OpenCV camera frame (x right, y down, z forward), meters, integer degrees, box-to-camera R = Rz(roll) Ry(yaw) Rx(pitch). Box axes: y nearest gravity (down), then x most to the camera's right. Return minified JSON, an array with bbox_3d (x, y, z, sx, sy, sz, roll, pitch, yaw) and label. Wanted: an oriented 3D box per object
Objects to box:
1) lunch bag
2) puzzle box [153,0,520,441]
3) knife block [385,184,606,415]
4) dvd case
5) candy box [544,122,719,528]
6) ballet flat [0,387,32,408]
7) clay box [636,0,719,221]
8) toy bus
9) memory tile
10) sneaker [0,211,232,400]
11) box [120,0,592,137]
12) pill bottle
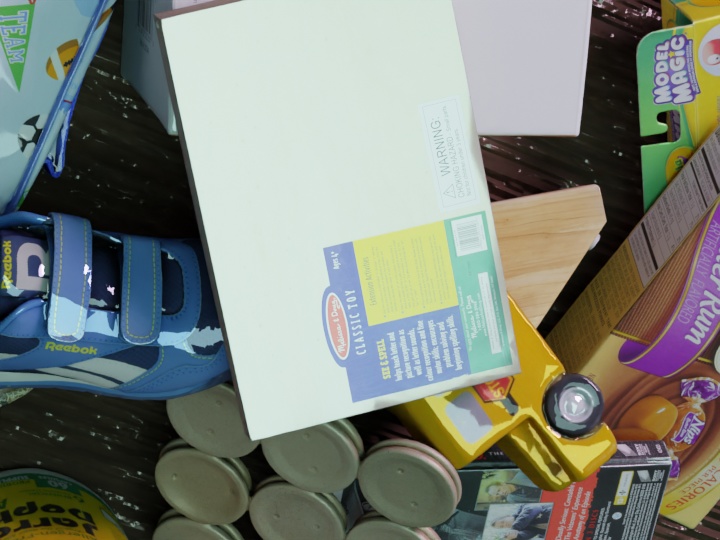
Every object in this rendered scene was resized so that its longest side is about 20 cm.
[{"bbox_3d":[-0.197,-0.117,1.326,0.160,0.076,0.200,23,98,-22],"label":"lunch bag"},{"bbox_3d":[-0.009,-0.033,1.283,0.133,0.025,0.200,-13,103,-10],"label":"puzzle box"},{"bbox_3d":[0.000,0.000,1.413,0.175,0.064,0.200,35,83,-10],"label":"knife block"},{"bbox_3d":[0.051,0.146,1.461,0.200,0.022,0.146,-2,131,-12],"label":"dvd case"},{"bbox_3d":[0.180,0.027,1.448,0.117,0.056,0.200,27,117,-22],"label":"candy box"},{"bbox_3d":[-0.257,0.057,1.372,0.200,0.068,0.075,5,126,-11],"label":"ballet flat"},{"bbox_3d":[0.230,-0.100,1.449,0.200,0.048,0.115,-12,122,-11],"label":"clay box"},{"bbox_3d":[0.035,0.025,1.354,0.078,0.065,0.200,-38,97,-10],"label":"toy bus"},{"bbox_3d":[-0.032,0.137,1.401,0.153,0.017,0.200,18,134,10],"label":"memory tile"},{"bbox_3d":[-0.129,0.014,1.309,0.200,0.082,0.074,-5,63,2],"label":"sneaker"},{"bbox_3d":[-0.004,-0.124,1.349,0.200,0.124,0.098,-1,106,-14],"label":"box"},{"bbox_3d":[-0.149,0.177,1.355,0.113,0.200,0.113,-4,107,-14],"label":"pill bottle"}]
